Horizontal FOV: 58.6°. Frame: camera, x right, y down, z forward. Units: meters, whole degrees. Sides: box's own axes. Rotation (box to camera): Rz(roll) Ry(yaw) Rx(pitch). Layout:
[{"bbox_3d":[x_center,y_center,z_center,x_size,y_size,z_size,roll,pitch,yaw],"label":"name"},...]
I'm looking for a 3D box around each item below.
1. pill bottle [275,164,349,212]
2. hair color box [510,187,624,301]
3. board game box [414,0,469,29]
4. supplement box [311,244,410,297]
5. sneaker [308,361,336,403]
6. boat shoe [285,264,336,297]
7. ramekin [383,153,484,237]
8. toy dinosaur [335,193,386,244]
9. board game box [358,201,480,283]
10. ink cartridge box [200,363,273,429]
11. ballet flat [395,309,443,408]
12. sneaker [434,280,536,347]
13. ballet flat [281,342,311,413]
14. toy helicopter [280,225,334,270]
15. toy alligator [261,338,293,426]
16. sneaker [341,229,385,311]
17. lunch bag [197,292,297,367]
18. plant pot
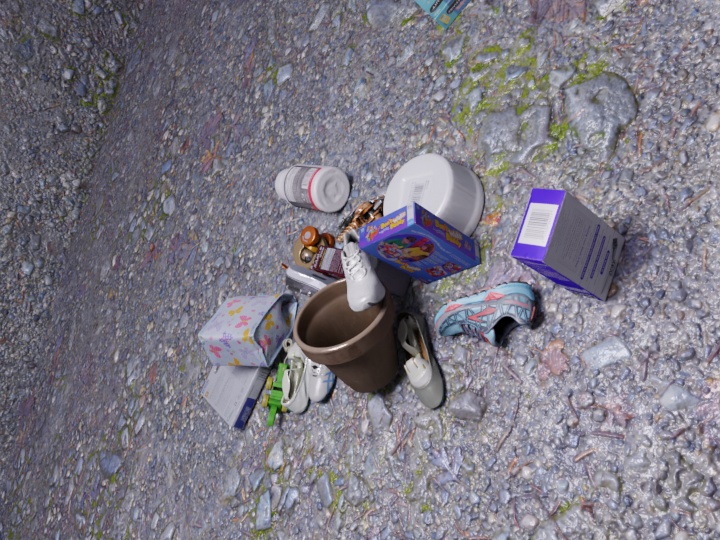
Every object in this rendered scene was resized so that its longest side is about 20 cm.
[{"bbox_3d":[-0.127,-0.208,1.600,0.199,0.110,0.111,15,83,49],"label":"pill bottle"},{"bbox_3d":[0.319,-0.036,0.975,0.065,0.199,0.110,14,82,50],"label":"hair color box"},{"bbox_3d":[0.198,-0.688,1.533,0.151,0.047,0.200,-48,43,20],"label":"board game box"},{"bbox_3d":[0.000,0.000,1.367,0.199,0.108,0.061,13,81,50],"label":"supplement box"},{"bbox_3d":[-0.086,0.185,1.398,0.072,0.072,0.201,-2,72,44],"label":"sneaker"},{"bbox_3d":[-0.087,0.053,1.433,0.199,0.070,0.067,23,108,18],"label":"boat shoe"},{"bbox_3d":[0.139,-0.137,1.293,0.200,0.097,0.202,-23,56,38],"label":"ramekin"},{"bbox_3d":[0.010,-0.112,1.374,0.103,0.199,0.136,62,142,20],"label":"toy dinosaur"},{"bbox_3d":[0.113,-0.045,1.199,0.134,0.199,0.045,-22,55,38],"label":"board game box"},{"bbox_3d":[-0.312,0.267,1.622,0.200,0.043,0.197,25,89,52],"label":"ink cartridge box"},{"bbox_3d":[0.103,0.164,1.213,0.067,0.064,0.201,-34,50,29],"label":"ballet flat"},{"bbox_3d":[0.212,0.090,1.122,0.199,0.079,0.096,-27,56,36],"label":"sneaker"},{"bbox_3d":[-0.139,0.218,1.443,0.069,0.069,0.201,-11,64,43],"label":"ballet flat"},{"bbox_3d":[-0.111,0.004,1.514,0.132,0.079,0.201,-35,61,22],"label":"toy helicopter"},{"bbox_3d":[-0.185,0.260,1.485,0.054,0.059,0.201,107,174,-73],"label":"toy alligator"},{"bbox_3d":[-0.007,0.000,1.186,0.074,0.087,0.200,-25,34,7],"label":"sneaker"},{"bbox_3d":[-0.257,0.133,1.539,0.168,0.128,0.200,-4,35,26],"label":"lunch bag"},{"bbox_3d":[-0.005,0.139,1.234,0.199,0.175,0.201,-19,33,13],"label":"plant pot"}]
